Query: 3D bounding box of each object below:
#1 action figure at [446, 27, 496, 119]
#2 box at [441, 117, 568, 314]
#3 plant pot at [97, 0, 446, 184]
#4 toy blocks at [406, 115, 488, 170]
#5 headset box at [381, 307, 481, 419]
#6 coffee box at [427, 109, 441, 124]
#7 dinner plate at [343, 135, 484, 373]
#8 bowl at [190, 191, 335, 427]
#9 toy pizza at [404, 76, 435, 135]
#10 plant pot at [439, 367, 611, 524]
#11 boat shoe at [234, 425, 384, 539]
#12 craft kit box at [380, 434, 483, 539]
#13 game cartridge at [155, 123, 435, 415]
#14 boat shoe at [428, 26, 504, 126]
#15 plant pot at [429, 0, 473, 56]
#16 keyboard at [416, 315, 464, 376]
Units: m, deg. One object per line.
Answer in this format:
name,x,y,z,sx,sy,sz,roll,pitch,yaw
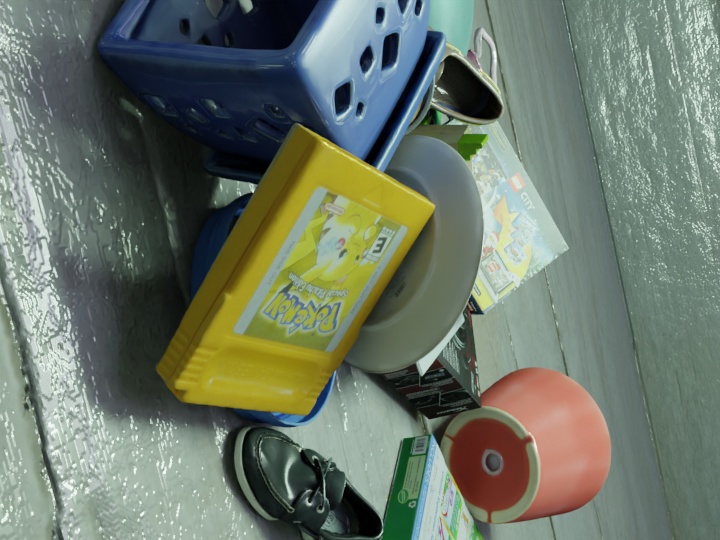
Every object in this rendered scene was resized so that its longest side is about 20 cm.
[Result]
action figure,0.157,-0.180,1.191,0.133,0.148,0.203,9,51,-60
box,0.134,-0.072,1.054,0.202,0.135,0.038,58,-17,-8
plant pot,-0.050,-0.173,0.725,0.202,0.197,0.181,-62,145,-25
toy blocks,0.042,-0.080,0.974,0.100,0.196,0.139,-54,142,-54
headset box,0.069,0.063,1.070,0.200,0.076,0.152,49,32,-51
coffee box,0.071,-0.228,1.250,0.124,0.043,0.203,57,32,-41
dinner plate,0.019,-0.017,0.771,0.024,0.198,0.205,15,65,-43
bowl,-0.080,0.035,0.800,0.200,0.039,0.205,39,45,-55
toy pizza,-0.020,-0.204,0.864,0.032,0.197,0.203,-47,126,-35
plant pot,0.203,0.234,1.193,0.176,0.197,0.205,-1,81,-56
boat shoe,-0.037,0.192,0.796,0.201,0.065,0.075,58,31,-39
craft kit box,0.082,0.328,1.039,0.200,0.048,0.202,62,29,-30
game cartridge,-0.041,0.012,0.670,0.175,0.032,0.202,19,103,-57
boat shoe,0.067,-0.201,0.920,0.198,0.073,0.060,23,14,-38
plant pot,0.034,-0.273,1.018,0.201,0.196,0.164,-61,147,-56
keyboard,0.082,0.055,0.992,0.200,0.010,0.058,-35,112,-67
